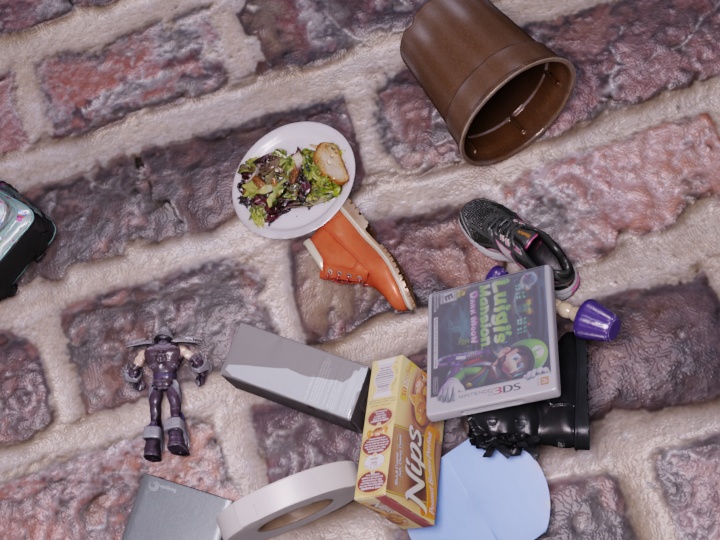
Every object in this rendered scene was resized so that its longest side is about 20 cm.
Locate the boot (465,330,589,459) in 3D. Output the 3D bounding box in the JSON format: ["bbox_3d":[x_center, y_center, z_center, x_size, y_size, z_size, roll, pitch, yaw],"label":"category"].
[{"bbox_3d":[0.226,0.163,1.517,0.162,0.073,0.199,0,51,10],"label":"boot"}]

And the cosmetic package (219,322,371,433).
[{"bbox_3d":[-0.085,0.150,1.573,0.199,0.107,0.090,15,75,14],"label":"cosmetic package"}]

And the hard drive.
[{"bbox_3d":[-0.268,0.398,1.563,0.139,0.033,0.201,14,75,13],"label":"hard drive"}]

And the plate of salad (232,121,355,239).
[{"bbox_3d":[-0.105,-0.141,1.679,0.199,0.048,0.201,-8,64,17],"label":"plate of salad"}]

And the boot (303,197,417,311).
[{"bbox_3d":[0.000,0.000,1.629,0.107,0.075,0.200,-38,63,-1],"label":"boot"}]

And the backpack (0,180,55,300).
[{"bbox_3d":[-0.595,-0.068,1.696,0.200,0.153,0.176,36,86,23],"label":"backpack"}]

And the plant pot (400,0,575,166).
[{"bbox_3d":[0.172,-0.292,1.627,0.200,0.200,0.198,-34,64,-3],"label":"plant pot"}]

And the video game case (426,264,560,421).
[{"bbox_3d":[0.174,0.096,1.503,0.181,0.023,0.201,-15,49,23],"label":"video game case"}]

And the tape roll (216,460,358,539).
[{"bbox_3d":[-0.091,0.307,1.475,0.202,0.203,0.037,-23,71,1],"label":"tape roll"}]

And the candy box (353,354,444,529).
[{"bbox_3d":[0.057,0.228,1.494,0.055,0.115,0.201,-15,51,35],"label":"candy box"}]

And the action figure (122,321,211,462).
[{"bbox_3d":[-0.283,0.169,1.620,0.130,0.069,0.201,-8,68,13],"label":"action figure"}]

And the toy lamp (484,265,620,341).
[{"bbox_3d":[0.263,0.049,1.544,0.200,0.058,0.058,22,76,39],"label":"toy lamp"}]

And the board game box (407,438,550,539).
[{"bbox_3d":[0.160,0.318,1.521,0.200,0.039,0.158,-35,72,5],"label":"board game box"}]

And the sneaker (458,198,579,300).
[{"bbox_3d":[0.229,-0.045,1.596,0.200,0.086,0.080,33,79,17],"label":"sneaker"}]
